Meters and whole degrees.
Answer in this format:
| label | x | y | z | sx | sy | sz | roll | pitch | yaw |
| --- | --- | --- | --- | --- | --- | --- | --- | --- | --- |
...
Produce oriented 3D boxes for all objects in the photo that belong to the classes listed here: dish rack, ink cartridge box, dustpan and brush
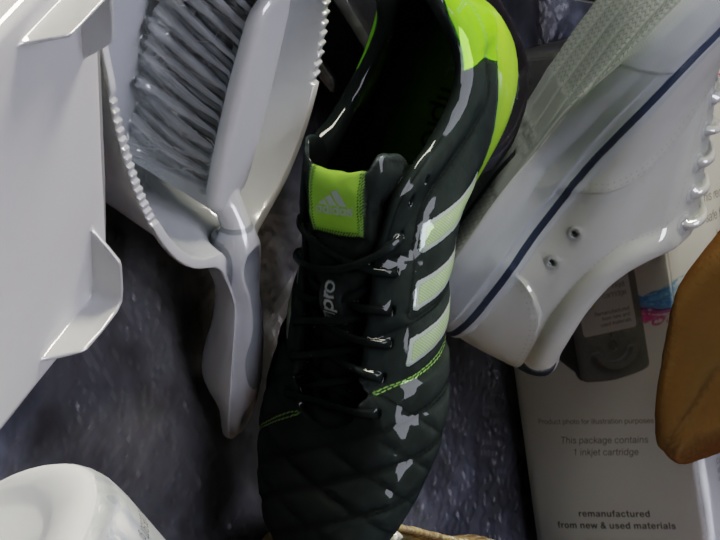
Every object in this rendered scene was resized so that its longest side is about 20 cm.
| label | x | y | z | sx | sy | sz | roll | pitch | yaw |
| --- | --- | --- | --- | --- | --- | --- | --- | --- | --- |
| dish rack | -0.118 | 0.005 | 0.716 | 0.200 | 0.043 | 0.172 | -54 | 157 | -41 |
| ink cartridge box | 0.127 | 0.000 | 1.101 | 0.148 | 0.085 | 0.200 | -19 | 102 | -54 |
| dustpan and brush | -0.046 | -0.033 | 0.865 | 0.140 | 0.057 | 0.200 | -46 | 154 | -50 |

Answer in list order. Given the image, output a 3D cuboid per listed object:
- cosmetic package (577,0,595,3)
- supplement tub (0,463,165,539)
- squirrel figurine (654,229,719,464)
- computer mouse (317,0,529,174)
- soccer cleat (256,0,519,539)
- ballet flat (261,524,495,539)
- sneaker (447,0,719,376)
| label | x | y | z | sx | sy | sz | roll | pitch | yaw |
| --- | --- | --- | --- | --- | --- | --- | --- | --- | --- |
| cosmetic package | 0.108 | -0.204 | 1.053 | 0.071 | 0.105 | 0.200 | 99 | 5 | -66 |
| supplement tub | -0.059 | 0.162 | 0.743 | 0.200 | 0.122 | 0.123 | 52 | 45 | -19 |
| squirrel figurine | 0.212 | -0.006 | 1.037 | 0.187 | 0.141 | 0.201 | -1 | 91 | -61 |
| computer mouse | -0.001 | -0.135 | 0.961 | 0.200 | 0.046 | 0.141 | 48 | 53 | -29 |
| soccer cleat | 0.000 | 0.000 | 0.885 | 0.081 | 0.067 | 0.200 | 26 | 77 | -64 |
| ballet flat | 0.036 | 0.126 | 0.975 | 0.200 | 0.065 | 0.071 | 13 | 76 | -56 |
| sneaker | 0.099 | -0.047 | 0.986 | 0.071 | 0.200 | 0.073 | 32 | 23 | -17 |
